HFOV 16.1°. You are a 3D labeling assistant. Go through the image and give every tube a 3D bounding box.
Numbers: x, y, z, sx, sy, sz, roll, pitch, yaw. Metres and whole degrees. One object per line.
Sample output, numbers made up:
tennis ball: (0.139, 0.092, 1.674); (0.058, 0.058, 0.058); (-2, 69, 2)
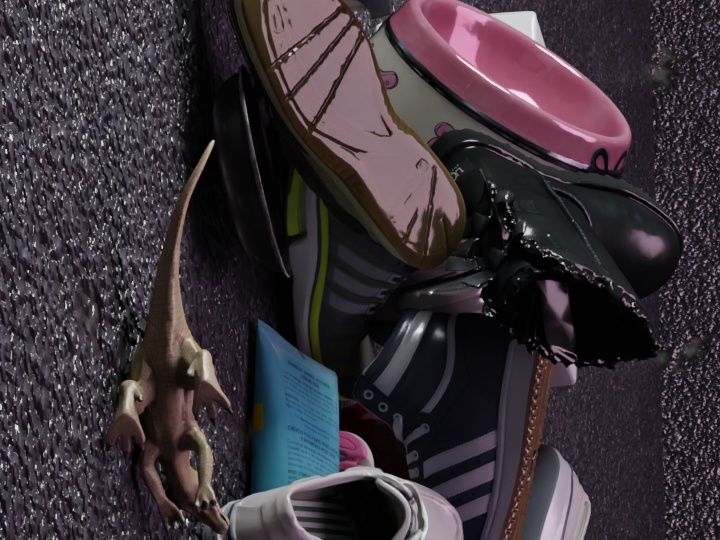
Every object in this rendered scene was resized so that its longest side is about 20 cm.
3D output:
tube: (-0.036, 0.131, 1.398); (0.077, 0.050, 0.201); (42, 42, -51)

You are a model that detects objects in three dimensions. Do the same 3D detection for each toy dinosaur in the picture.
toy dinosaur: (-0.091, 0.048, 1.197); (0.101, 0.058, 0.201); (-101, -170, -65)

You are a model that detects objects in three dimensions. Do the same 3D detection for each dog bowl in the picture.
dog bowl: (0.084, -0.100, 1.607); (0.074, 0.200, 0.200); (-57, 178, 18)

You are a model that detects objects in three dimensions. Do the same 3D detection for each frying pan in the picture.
frying pan: (-0.062, -0.079, 1.374); (0.115, 0.031, 0.190); (75, 3, -49)

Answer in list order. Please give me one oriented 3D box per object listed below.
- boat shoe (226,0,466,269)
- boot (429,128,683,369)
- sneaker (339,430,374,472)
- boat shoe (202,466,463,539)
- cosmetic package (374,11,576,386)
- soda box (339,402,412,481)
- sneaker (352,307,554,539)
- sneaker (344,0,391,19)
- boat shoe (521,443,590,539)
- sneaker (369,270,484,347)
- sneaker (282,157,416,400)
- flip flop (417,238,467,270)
boat shoe: (-0.019, -0.081, 1.366); (0.072, 0.066, 0.201); (-52, 121, -27)
boot: (0.128, -0.001, 1.462); (0.073, 0.198, 0.163); (-57, -149, 18)
sneaker: (-0.007, 0.194, 1.442); (0.088, 0.074, 0.200); (57, 26, -53)
boat shoe: (0.005, 0.141, 1.348); (0.200, 0.067, 0.074); (-2, 68, -54)
cosmetic package: (0.083, -0.045, 1.809); (0.200, 0.123, 0.200); (61, 28, -60)
soda box: (0.041, 0.176, 1.582); (0.063, 0.070, 0.201); (-21, 103, -42)
sneaker: (0.044, 0.118, 1.482); (0.070, 0.108, 0.201); (15, 87, -79)
sneaker: (-0.001, -0.224, 1.567); (0.199, 0.079, 0.130); (61, 18, -84)
boat shoe: (0.098, 0.212, 1.544); (0.086, 0.074, 0.202); (46, 49, -37)
sneaker: (0.047, 0.048, 1.627); (0.200, 0.074, 0.082); (169, -96, -82)
sneaker: (0.000, 0.000, 1.484); (0.074, 0.081, 0.200); (-87, 173, -46)
flip flop: (0.050, -0.042, 1.601); (0.081, 0.200, 0.058); (51, -55, 38)
